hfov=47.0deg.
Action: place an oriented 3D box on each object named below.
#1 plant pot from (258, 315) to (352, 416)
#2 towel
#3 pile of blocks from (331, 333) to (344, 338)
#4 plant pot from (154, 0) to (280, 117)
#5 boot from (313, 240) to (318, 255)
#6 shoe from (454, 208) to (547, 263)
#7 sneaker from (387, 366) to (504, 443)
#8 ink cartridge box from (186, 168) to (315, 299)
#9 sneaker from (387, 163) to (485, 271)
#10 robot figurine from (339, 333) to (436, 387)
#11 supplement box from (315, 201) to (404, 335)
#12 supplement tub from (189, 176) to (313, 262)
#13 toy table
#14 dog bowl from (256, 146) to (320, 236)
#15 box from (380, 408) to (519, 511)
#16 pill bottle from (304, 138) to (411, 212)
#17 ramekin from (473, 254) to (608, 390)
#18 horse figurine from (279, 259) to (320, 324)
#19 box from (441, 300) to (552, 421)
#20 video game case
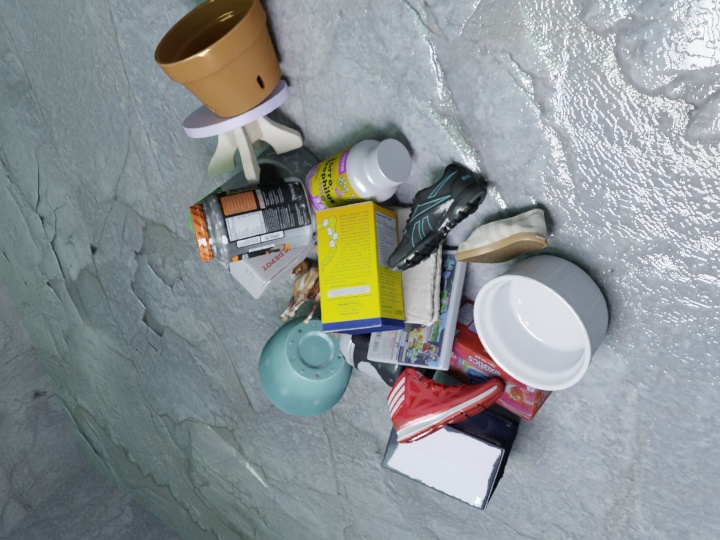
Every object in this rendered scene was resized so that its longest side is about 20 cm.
[{"bbox_3d":[-0.103,0.184,1.698,0.201,0.200,0.161,45,156,6],"label":"plant pot"},{"bbox_3d":[0.084,-0.010,1.410,0.131,0.034,0.203,4,89,44],"label":"towel"},{"bbox_3d":[-0.050,0.077,1.586,0.062,0.082,0.200,39,169,-11],"label":"pile of blocks"},{"bbox_3d":[-0.226,-0.356,1.394,0.198,0.201,0.141,10,146,42],"label":"plant pot"},{"bbox_3d":[-0.001,-0.015,1.556,0.145,0.071,0.200,52,150,-12],"label":"boot"},{"bbox_3d":[0.219,-0.049,1.295,0.199,0.069,0.054,-18,66,57],"label":"shoe"},{"bbox_3d":[0.131,0.197,1.375,0.117,0.198,0.078,66,-172,21],"label":"sneaker"},{"bbox_3d":[-0.205,-0.068,1.551,0.200,0.146,0.084,46,148,6],"label":"ink cartridge box"},{"bbox_3d":[0.110,-0.081,1.319,0.200,0.075,0.079,-45,72,17],"label":"sneaker"},{"bbox_3d":[0.052,0.153,1.587,0.198,0.125,0.152,24,139,27],"label":"robot figurine"},{"bbox_3d":[0.000,0.000,1.374,0.108,0.109,0.203,-7,80,24],"label":"supplement box"},{"bbox_3d":[-0.189,-0.085,1.435,0.122,0.197,0.124,167,90,-78],"label":"supplement tub"},{"bbox_3d":[-0.204,-0.247,1.479,0.197,0.185,0.118,-11,126,18],"label":"toy table"},{"bbox_3d":[-0.135,-0.146,1.582,0.199,0.059,0.202,29,140,27],"label":"dog bowl"},{"bbox_3d":[0.168,0.312,1.494,0.198,0.198,0.125,20,100,16],"label":"box"},{"bbox_3d":[-0.003,-0.156,1.389,0.199,0.104,0.105,-18,108,52],"label":"pill bottle"},{"bbox_3d":[0.283,0.075,1.280,0.199,0.097,0.203,26,133,31],"label":"ramekin"},{"bbox_3d":[-0.107,0.038,1.633,0.050,0.134,0.200,32,167,-18],"label":"horse figurine"},{"bbox_3d":[0.234,0.151,1.411,0.199,0.100,0.096,27,140,28],"label":"box"},{"bbox_3d":[0.097,0.064,1.434,0.023,0.203,0.181,20,167,-41],"label":"video game case"}]
